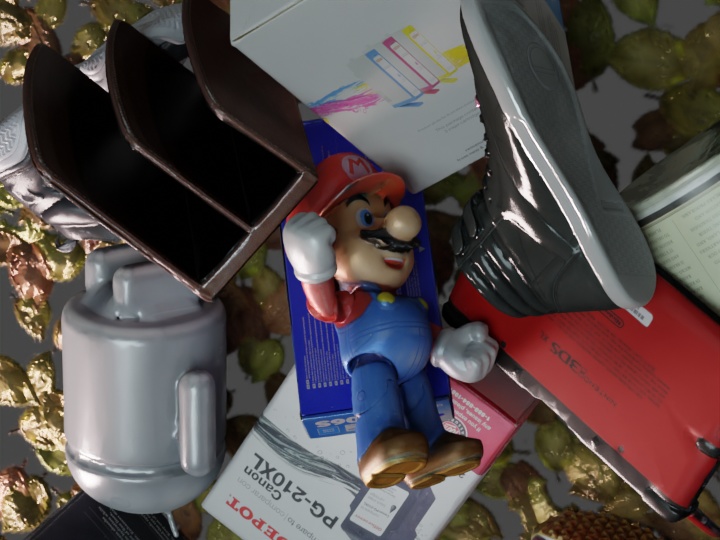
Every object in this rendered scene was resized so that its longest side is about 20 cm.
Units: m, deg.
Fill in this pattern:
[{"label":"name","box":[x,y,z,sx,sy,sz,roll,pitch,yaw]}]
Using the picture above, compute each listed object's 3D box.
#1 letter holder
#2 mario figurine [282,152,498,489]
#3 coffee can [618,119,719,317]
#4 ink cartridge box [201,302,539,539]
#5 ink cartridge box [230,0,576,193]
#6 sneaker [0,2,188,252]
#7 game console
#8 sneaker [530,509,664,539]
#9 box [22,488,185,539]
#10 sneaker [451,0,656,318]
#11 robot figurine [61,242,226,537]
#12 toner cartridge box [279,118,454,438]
[{"label":"letter holder","box":[-0.119,-0.098,1.210,0.142,0.200,0.101,36,106,-23]},{"label":"mario figurine","box":[0.020,0.019,1.175,0.105,0.124,0.201,-17,72,0]},{"label":"coffee can","box":[0.255,0.011,1.199,0.146,0.146,0.200,-33,95,26]},{"label":"ink cartridge box","box":[0.007,0.120,1.363,0.145,0.084,0.200,37,116,6]},{"label":"ink cartridge box","box":[0.016,-0.166,1.186,0.125,0.129,0.200,-28,135,27]},{"label":"sneaker","box":[-0.158,-0.092,1.363,0.200,0.076,0.114,-32,103,24]},{"label":"game console","box":[0.160,0.053,1.230,0.200,0.118,0.173,42,123,25]},{"label":"sneaker","box":[0.199,0.232,1.338,0.199,0.075,0.091,22,112,14]},{"label":"box","box":[-0.180,0.270,1.430,0.104,0.182,0.200,-40,91,27]},{"label":"sneaker","box":[0.080,-0.056,1.131,0.099,0.071,0.201,-20,103,36]},{"label":"robot figurine","box":[-0.148,0.082,1.392,0.169,0.112,0.201,31,125,53]},{"label":"toner cartridge box","box":[0.000,0.000,1.274,0.094,0.043,0.201,-8,68,4]}]
